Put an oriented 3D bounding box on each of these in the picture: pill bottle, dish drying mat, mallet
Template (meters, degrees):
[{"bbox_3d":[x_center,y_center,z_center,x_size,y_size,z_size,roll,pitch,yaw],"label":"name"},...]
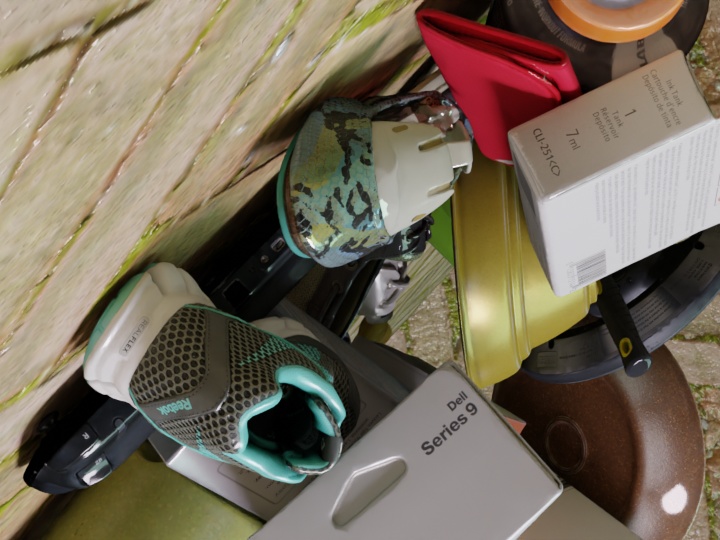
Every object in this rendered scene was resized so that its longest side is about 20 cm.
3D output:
[{"bbox_3d":[0.119,-0.133,0.879,0.106,0.106,0.200,-47,176,-5],"label":"pill bottle"},{"bbox_3d":[0.080,-0.082,0.869,0.200,0.076,0.018,43,68,-72],"label":"dish drying mat"},{"bbox_3d":[0.158,-0.013,1.121,0.066,0.041,0.201,-51,-145,19],"label":"mallet"}]

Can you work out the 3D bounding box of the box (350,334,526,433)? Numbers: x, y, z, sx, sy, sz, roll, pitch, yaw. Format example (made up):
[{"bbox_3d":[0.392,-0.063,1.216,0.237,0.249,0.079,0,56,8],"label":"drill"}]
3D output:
[{"bbox_3d":[0.008,0.158,1.117,0.201,0.097,0.124,-62,158,1],"label":"box"}]

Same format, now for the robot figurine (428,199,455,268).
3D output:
[{"bbox_3d":[0.129,-0.087,1.275,0.200,0.116,0.175,-50,166,25],"label":"robot figurine"}]

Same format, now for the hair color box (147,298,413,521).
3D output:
[{"bbox_3d":[-0.031,0.089,0.965,0.099,0.061,0.200,-47,138,4],"label":"hair color box"}]

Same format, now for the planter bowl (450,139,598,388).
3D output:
[{"bbox_3d":[0.105,-0.024,1.062,0.083,0.203,0.200,-4,180,7],"label":"planter bowl"}]

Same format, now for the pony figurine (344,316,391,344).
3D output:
[{"bbox_3d":[-0.048,0.112,1.246,0.201,0.165,0.193,-63,176,-29],"label":"pony figurine"}]

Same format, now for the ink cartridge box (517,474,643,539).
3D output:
[{"bbox_3d":[0.098,0.210,1.219,0.084,0.200,0.146,-23,135,-37],"label":"ink cartridge box"}]

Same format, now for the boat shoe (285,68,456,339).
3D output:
[{"bbox_3d":[0.012,-0.030,0.977,0.200,0.065,0.072,-51,171,22],"label":"boat shoe"}]

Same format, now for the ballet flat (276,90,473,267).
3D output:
[{"bbox_3d":[0.015,-0.051,0.783,0.074,0.074,0.200,-49,-178,19],"label":"ballet flat"}]

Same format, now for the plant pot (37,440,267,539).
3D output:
[{"bbox_3d":[-0.128,0.202,1.007,0.185,0.199,0.200,-59,176,-2],"label":"plant pot"}]

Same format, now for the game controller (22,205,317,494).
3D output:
[{"bbox_3d":[-0.085,0.030,0.820,0.200,0.042,0.104,-46,-171,-22],"label":"game controller"}]

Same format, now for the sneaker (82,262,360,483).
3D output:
[{"bbox_3d":[-0.040,0.064,0.753,0.078,0.091,0.200,-58,153,3],"label":"sneaker"}]

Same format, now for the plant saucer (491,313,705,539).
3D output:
[{"bbox_3d":[0.157,0.123,1.224,0.036,0.201,0.201,-9,150,-40],"label":"plant saucer"}]

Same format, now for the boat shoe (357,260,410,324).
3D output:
[{"bbox_3d":[0.000,0.000,1.091,0.200,0.070,0.071,-50,175,33],"label":"boat shoe"}]

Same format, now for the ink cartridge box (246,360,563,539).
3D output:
[{"bbox_3d":[0.023,0.130,0.866,0.146,0.084,0.200,-43,170,-1],"label":"ink cartridge box"}]

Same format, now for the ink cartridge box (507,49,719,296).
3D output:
[{"bbox_3d":[0.169,-0.059,0.884,0.175,0.045,0.200,-24,164,2],"label":"ink cartridge box"}]

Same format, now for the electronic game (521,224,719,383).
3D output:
[{"bbox_3d":[0.184,0.000,1.181,0.199,0.042,0.200,-35,-158,17],"label":"electronic game"}]
